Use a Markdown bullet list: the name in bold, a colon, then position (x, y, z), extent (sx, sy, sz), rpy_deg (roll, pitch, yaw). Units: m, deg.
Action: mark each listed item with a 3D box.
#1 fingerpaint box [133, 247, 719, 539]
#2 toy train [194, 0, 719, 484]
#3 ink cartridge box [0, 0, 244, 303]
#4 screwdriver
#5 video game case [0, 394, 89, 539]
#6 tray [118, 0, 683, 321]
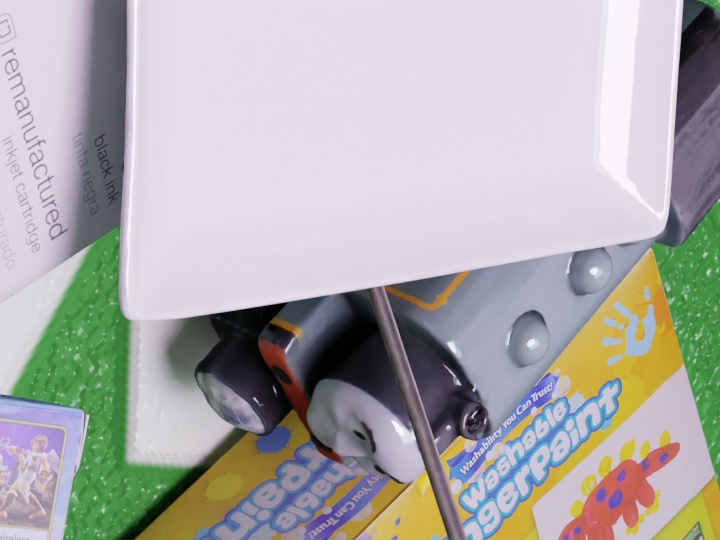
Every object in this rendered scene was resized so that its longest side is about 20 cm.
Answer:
- **fingerpaint box**: position (0.028, 0.102, 0.991), extent (0.200, 0.073, 0.167), rpy_deg (-44, 134, -26)
- **toy train**: position (0.037, -0.019, 0.918), extent (0.200, 0.114, 0.085), rpy_deg (-47, 134, -22)
- **ink cartridge box**: position (-0.069, -0.104, 0.792), extent (0.200, 0.083, 0.146), rpy_deg (-35, 129, -31)
- **screwdriver**: position (0.000, 0.000, 0.860), extent (0.028, 0.029, 0.201), rpy_deg (-1, 64, -31)
- **video game case**: position (-0.176, 0.111, 0.756), extent (0.199, 0.045, 0.182), rpy_deg (11, 88, -38)
- **tray**: position (0.012, -0.051, 0.808), extent (0.199, 0.022, 0.108), rpy_deg (-9, 109, -39)
